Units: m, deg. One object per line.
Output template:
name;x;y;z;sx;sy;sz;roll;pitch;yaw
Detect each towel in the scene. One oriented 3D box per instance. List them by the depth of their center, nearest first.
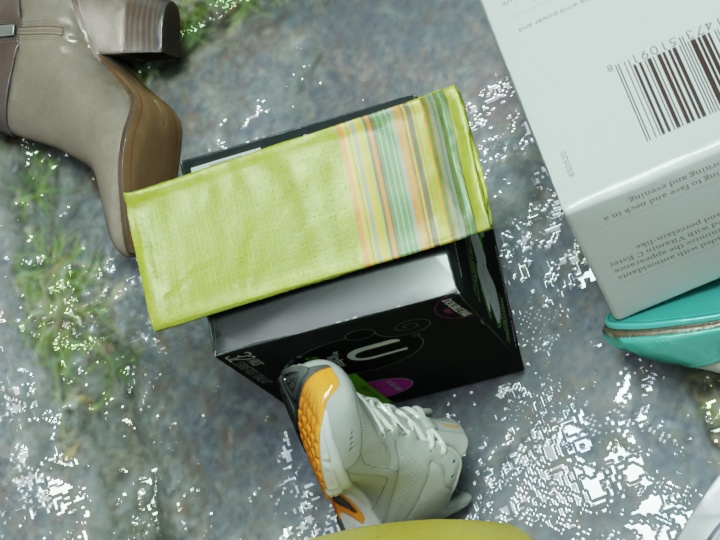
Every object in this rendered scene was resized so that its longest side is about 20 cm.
towel;-0.031;-0.034;1.112;0.200;0.018;0.086;-17;70;11

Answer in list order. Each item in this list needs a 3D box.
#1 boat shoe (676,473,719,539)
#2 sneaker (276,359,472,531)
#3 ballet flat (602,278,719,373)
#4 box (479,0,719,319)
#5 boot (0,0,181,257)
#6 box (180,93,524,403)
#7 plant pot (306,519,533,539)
boat shoe;0.203;0.190;1.176;0.066;0.072;0.200;31;86;16
sneaker;0.014;0.098;1.191;0.092;0.200;0.076;-24;59;-2
ballet flat;0.247;0.028;1.208;0.200;0.067;0.070;-21;110;8
box;0.197;-0.112;1.199;0.199;0.131;0.200;-23;53;8
boot;-0.198;-0.107;1.371;0.146;0.070;0.200;1;75;22
box;0.000;0.000;1.211;0.148;0.200;0.125;-15;71;11
plant pot;0.047;0.221;1.163;0.142;0.200;0.200;-27;68;-20
